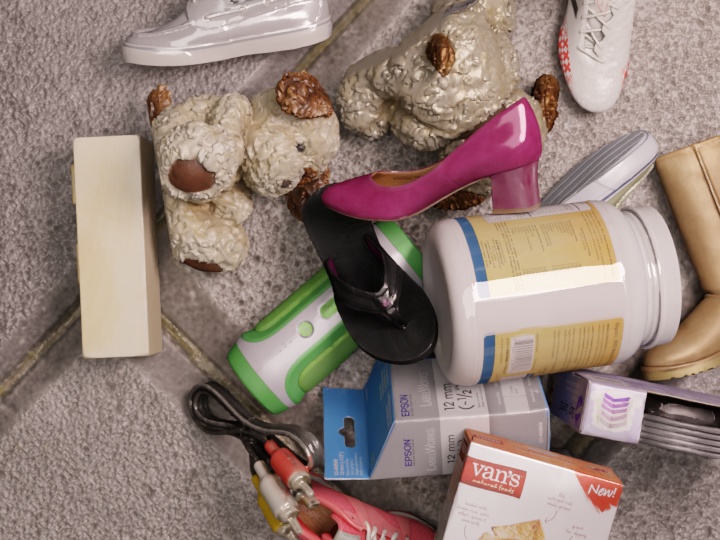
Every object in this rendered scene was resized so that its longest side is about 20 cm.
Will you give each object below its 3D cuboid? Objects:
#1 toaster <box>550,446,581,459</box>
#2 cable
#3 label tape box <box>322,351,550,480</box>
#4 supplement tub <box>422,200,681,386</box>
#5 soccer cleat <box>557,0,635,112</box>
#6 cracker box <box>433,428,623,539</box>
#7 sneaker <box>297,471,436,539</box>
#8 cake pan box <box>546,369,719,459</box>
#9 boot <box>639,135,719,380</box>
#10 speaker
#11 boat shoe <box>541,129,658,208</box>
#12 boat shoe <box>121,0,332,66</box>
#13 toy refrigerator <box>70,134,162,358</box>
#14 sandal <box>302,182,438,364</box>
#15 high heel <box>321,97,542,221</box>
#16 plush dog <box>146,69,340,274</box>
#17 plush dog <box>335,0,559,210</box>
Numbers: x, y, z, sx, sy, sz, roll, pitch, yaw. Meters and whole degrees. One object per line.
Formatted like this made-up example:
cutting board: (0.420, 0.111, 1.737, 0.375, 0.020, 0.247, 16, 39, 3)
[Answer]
toaster: (0.162, 0.240, 1.179, 0.112, 0.129, 0.203, 6, 89, 0)
cable: (-0.099, 0.154, 1.163, 0.200, 0.050, 0.098, 40, 128, 32)
label tape box: (0.063, 0.118, 1.169, 0.197, 0.144, 0.067, -3, 118, 0)
supplement tub: (0.162, 0.017, 1.122, 0.198, 0.145, 0.146, -7, 89, -7)
soccer cleat: (0.225, -0.250, 1.204, 0.068, 0.085, 0.203, 6, 89, 0)
cracker box: (0.126, 0.248, 1.081, 0.132, 0.058, 0.202, 15, 95, -1)
sneaker: (-0.003, 0.251, 1.201, 0.198, 0.087, 0.074, 23, 91, 1)
cake pan box: (0.268, 0.127, 1.144, 0.182, 0.200, 0.053, 9, 90, -2)
boot: (0.315, -0.014, 1.215, 0.173, 0.066, 0.202, -18, 90, -12)
speaker: (-0.027, 0.042, 1.202, 0.200, 0.088, 0.089, -41, 89, 0)
boat shoe: (0.206, -0.049, 1.219, 0.200, 0.072, 0.062, -41, 107, 8)
boat shoe: (-0.127, -0.235, 1.205, 0.198, 0.072, 0.069, -8, 110, 1)
toy refrigerator: (-0.229, -0.021, 1.211, 0.069, 0.076, 0.203, -2, 90, 1)
sandal: (-0.001, 0.000, 1.132, 0.075, 0.048, 0.201, -34, 59, 3)
high heel: (0.058, -0.097, 1.109, 0.198, 0.068, 0.097, -3, 111, 13)
plush dog: (-0.101, -0.111, 1.181, 0.170, 0.201, 0.162, -10, 58, -8)
plush dog: (0.102, -0.150, 1.180, 0.200, 0.161, 0.172, -41, 112, 0)
